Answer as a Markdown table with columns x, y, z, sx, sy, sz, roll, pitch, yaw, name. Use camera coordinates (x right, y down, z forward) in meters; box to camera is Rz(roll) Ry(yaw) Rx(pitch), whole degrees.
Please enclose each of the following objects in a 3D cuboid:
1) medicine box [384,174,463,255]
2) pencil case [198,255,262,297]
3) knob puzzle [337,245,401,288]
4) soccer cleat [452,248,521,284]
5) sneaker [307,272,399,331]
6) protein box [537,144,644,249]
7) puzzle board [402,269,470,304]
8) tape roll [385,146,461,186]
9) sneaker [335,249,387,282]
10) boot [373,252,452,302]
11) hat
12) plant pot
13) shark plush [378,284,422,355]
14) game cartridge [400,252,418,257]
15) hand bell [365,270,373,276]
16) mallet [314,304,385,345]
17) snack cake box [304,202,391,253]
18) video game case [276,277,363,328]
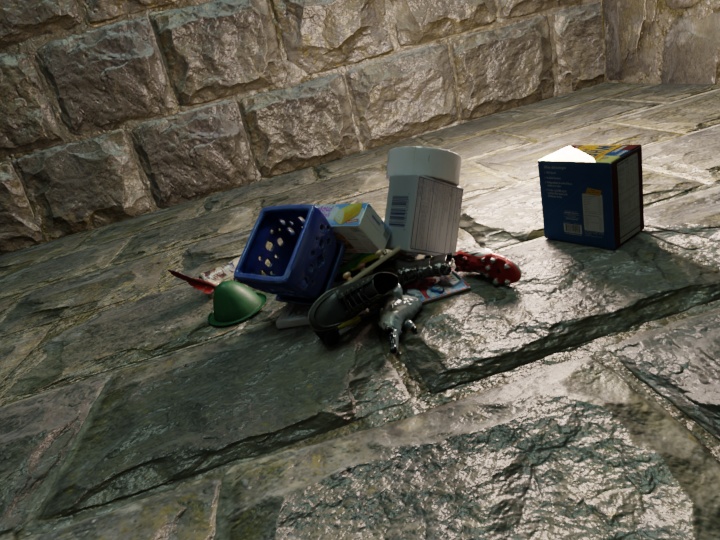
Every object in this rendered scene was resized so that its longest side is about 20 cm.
| x | y | z | sx | sy | sz | roll | pitch | yaw | name |
| --- | --- | --- | --- | --- | --- | --- | --- | --- | --- |
| 0.162 | -0.135 | 1.340 | 0.196 | 0.188 | 0.101 | 5 | 3 | -44 | medicine box |
| -0.392 | 0.010 | 1.584 | 0.197 | 0.080 | 0.089 | -29 | 6 | -33 | pencil case |
| 0.000 | 0.000 | 1.243 | 0.217 | 0.031 | 0.220 | -35 | -1 | -1 | knob puzzle |
| 0.302 | -0.018 | 1.218 | 0.084 | 0.071 | 0.198 | -23 | 21 | -31 | soccer cleat |
| -0.017 | 0.055 | 1.072 | 0.197 | 0.076 | 0.106 | -29 | -2 | -18 | sneaker |
| 0.556 | -0.184 | 1.264 | 0.133 | 0.205 | 0.197 | -25 | 24 | -28 | protein box |
| 0.164 | 0.024 | 1.274 | 0.146 | 0.018 | 0.201 | -17 | 22 | -4 | puzzle board |
| 0.165 | -0.267 | 1.367 | 0.196 | 0.073 | 0.202 | 7 | 1 | 0 | tape roll |
| -0.022 | -0.027 | 1.375 | 0.195 | 0.087 | 0.078 | -23 | -23 | 14 | sneaker |
| 0.128 | 0.004 | 1.224 | 0.169 | 0.071 | 0.200 | -8 | 21 | 24 | boot |
| -0.354 | 0.031 | 1.372 | 0.161 | 0.181 | 0.201 | -5 | 23 | 23 | hat |
| -0.157 | -0.025 | 1.261 | 0.196 | 0.179 | 0.205 | 3 | 64 | 39 | plant pot |
| 0.087 | 0.097 | 1.082 | 0.082 | 0.093 | 0.200 | 26 | 18 | -2 | shark plush |
| 0.059 | -0.093 | 1.455 | 0.196 | 0.039 | 0.130 | 21 | 13 | -24 | game cartridge |
| 0.034 | -0.056 | 1.492 | 0.101 | 0.108 | 0.199 | -5 | 11 | 22 | hand bell |
| -0.014 | 0.107 | 1.169 | 0.197 | 0.042 | 0.065 | -24 | 28 | -32 | mallet |
| -0.035 | -0.103 | 1.299 | 0.196 | 0.115 | 0.069 | 4 | 61 | 41 | snack cake box |
| -0.096 | 0.078 | 1.304 | 0.194 | 0.024 | 0.183 | -9 | 23 | 13 | video game case |
